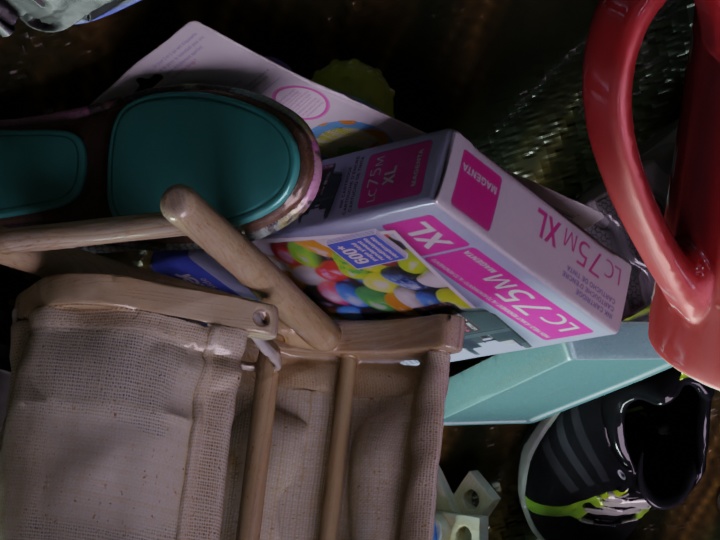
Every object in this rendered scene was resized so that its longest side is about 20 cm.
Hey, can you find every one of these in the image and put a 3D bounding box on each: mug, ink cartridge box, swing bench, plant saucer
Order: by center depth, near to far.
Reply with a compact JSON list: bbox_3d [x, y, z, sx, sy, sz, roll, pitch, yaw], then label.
[{"bbox_3d":[-0.069,0.093,1.069,0.130,0.199,0.200,-5,161,35],"label":"swing bench"},{"bbox_3d":[0.166,-0.058,1.112,0.177,0.133,0.200,7,112,-5],"label":"mug"},{"bbox_3d":[0.000,0.000,1.160,0.200,0.042,0.119,-9,146,44],"label":"ink cartridge box"},{"bbox_3d":[0.086,0.049,1.261,0.070,0.019,0.200,0,169,-18],"label":"plant saucer"}]

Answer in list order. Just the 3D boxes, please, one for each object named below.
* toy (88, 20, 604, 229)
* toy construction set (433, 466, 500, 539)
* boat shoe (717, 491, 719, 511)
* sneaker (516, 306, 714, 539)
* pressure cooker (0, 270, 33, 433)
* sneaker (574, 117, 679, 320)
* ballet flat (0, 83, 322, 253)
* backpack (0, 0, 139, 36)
[{"bbox_3d":[-0.008,-0.054,1.155,0.200,0.047,0.115,27,147,-22],"label":"toy"},{"bbox_3d":[-0.032,0.137,1.352,0.200,0.092,0.131,5,110,-34],"label":"toy construction set"},{"bbox_3d":[0.242,0.086,1.402,0.067,0.057,0.200,2,136,-21],"label":"boat shoe"},{"bbox_3d":[0.126,0.091,1.349,0.072,0.083,0.200,-4,138,-14],"label":"sneaker"},{"bbox_3d":[-0.169,0.096,1.174,0.178,0.200,0.176,6,159,16],"label":"pressure cooker"},{"bbox_3d":[0.158,-0.049,1.226,0.200,0.082,0.075,-28,100,-5],"label":"sneaker"},{"bbox_3d":[-0.094,-0.034,1.118,0.200,0.069,0.071,-4,163,26],"label":"ballet flat"},{"bbox_3d":[-0.083,-0.190,0.886,0.200,0.147,0.183,-13,142,40],"label":"backpack"}]
